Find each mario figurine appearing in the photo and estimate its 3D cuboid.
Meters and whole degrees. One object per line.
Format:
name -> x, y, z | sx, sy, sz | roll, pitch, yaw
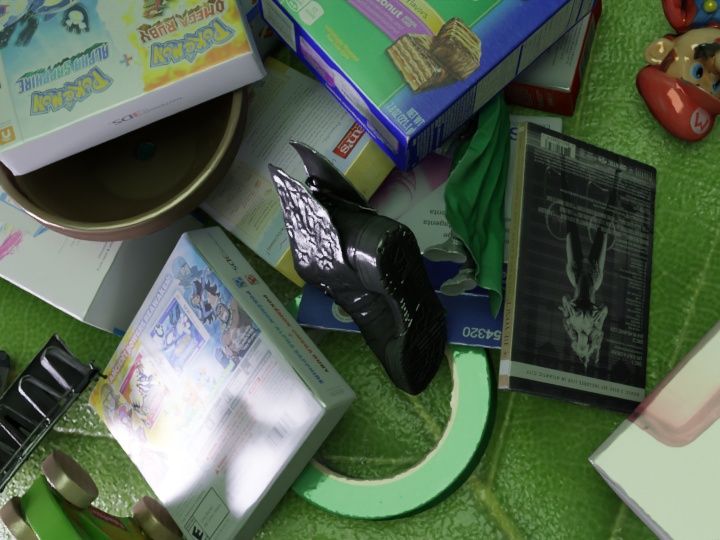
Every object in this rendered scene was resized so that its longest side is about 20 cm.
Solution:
mario figurine -> 0.291, -0.197, 0.989 | 0.122, 0.106, 0.202 | 19, 82, 14

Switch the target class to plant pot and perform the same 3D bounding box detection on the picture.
plant pot -> -0.176, -0.108, 0.954 | 0.198, 0.093, 0.204 | -3, 70, 9

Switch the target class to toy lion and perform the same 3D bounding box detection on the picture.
toy lion -> -0.161, 0.246, 0.958 | 0.069, 0.200, 0.192 | -45, 54, -2

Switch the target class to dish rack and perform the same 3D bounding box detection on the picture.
dish rack -> -0.258, 0.119, 0.950 | 0.054, 0.200, 0.154 | 38, 76, -9

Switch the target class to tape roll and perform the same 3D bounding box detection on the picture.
tape roll -> 0.011, 0.100, 1.021 | 0.197, 0.048, 0.204 | -3, 77, 13

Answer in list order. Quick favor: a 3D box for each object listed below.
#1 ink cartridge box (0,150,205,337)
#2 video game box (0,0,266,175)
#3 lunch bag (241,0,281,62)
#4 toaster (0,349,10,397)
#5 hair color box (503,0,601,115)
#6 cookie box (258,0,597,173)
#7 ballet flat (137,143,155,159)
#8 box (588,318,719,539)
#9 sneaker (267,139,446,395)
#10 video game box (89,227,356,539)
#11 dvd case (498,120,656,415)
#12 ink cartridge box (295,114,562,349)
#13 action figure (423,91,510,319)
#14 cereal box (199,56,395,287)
ink cartridge box -> -0.260, -0.044, 1.072 | 0.198, 0.129, 0.126 | 25, 85, 17
video game box -> -0.188, -0.189, 0.908 | 0.198, 0.047, 0.184 | -21, 73, 4
lunch bag -> -0.101, -0.269, 1.045 | 0.124, 0.200, 0.170 | 40, 88, 18
toaster -> -0.405, 0.120, 1.080 | 0.197, 0.114, 0.131 | 6, 82, 13
hair color box -> 0.095, -0.205, 1.058 | 0.197, 0.061, 0.103 | 15, 81, 15
cookie box -> 0.051, -0.205, 0.913 | 0.200, 0.075, 0.171 | -42, 80, -10
ballet flat -> -0.221, -0.143, 1.116 | 0.198, 0.068, 0.073 | 17, 59, 26
box -> 0.273, 0.109, 0.916 | 0.200, 0.128, 0.109 | -46, 72, 0
sneaker -> -0.002, 0.002, 0.926 | 0.103, 0.201, 0.060 | 23, 56, 34
video game box -> -0.116, 0.101, 0.992 | 0.182, 0.047, 0.201 | 48, 123, 19
dvd case -> 0.170, 0.001, 0.967 | 0.016, 0.147, 0.203 | -10, 71, 53
ink cartridge box -> 0.056, -0.041, 1.010 | 0.193, 0.044, 0.202 | 5, 59, 13
action figure -> 0.087, -0.078, 0.955 | 0.054, 0.119, 0.202 | -2, 50, 21
cereal box -> -0.062, -0.086, 1.029 | 0.144, 0.039, 0.200 | -52, 40, -1
